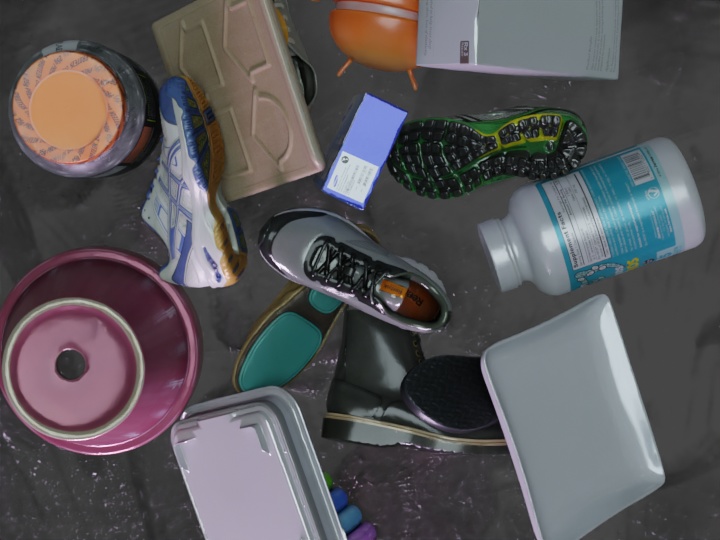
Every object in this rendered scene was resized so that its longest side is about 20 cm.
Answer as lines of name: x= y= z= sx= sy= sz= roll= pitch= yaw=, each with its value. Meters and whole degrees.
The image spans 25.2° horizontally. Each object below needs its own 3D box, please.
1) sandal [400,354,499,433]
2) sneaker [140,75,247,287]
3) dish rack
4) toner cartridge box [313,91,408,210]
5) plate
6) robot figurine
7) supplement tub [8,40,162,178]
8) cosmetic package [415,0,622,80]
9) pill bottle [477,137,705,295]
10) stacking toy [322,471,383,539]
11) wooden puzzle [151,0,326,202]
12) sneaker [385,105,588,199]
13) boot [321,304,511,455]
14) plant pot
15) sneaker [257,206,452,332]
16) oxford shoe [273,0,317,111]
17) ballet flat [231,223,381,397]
sandal: x=0.112 y=0.116 z=1.517 sx=0.200 sy=0.048 sz=0.076 roll=-7 pitch=66 yaw=-41
sneaker: x=-0.170 y=-0.077 z=1.485 sx=0.088 sy=0.075 sz=0.201 roll=-6 pitch=103 yaw=19
dish rack: x=-0.103 y=0.217 z=1.520 sx=0.171 sy=0.043 sz=0.201 roll=-17 pitch=93 yaw=42
toner cartridge box: x=-0.002 y=-0.110 z=1.469 sx=0.043 sy=0.200 sz=0.095 roll=26 pitch=92 yaw=-5
plate: x=0.197 y=0.142 z=1.522 sx=0.199 sy=0.032 sz=0.201 roll=-21 pitch=95 yaw=-43
robot figurine: x=0.032 y=-0.274 z=1.504 sx=0.143 sy=0.117 sz=0.201 roll=9 pitch=93 yaw=-31
supplement tub: x=-0.249 y=-0.145 z=1.467 sx=0.122 sy=0.200 sz=0.123 roll=0 pitch=93 yaw=0
cosmetic package: x=0.148 y=-0.233 z=1.470 sx=0.200 sy=0.081 sz=0.113 roll=2 pitch=94 yaw=-41
pill bottle: x=0.215 y=-0.044 z=1.521 sx=0.199 sy=0.111 sz=0.111 roll=-19 pitch=93 yaw=1
stacking toy: x=-0.056 y=0.211 z=1.555 sx=0.085 sy=0.085 sz=0.200 roll=-31 pitch=88 yaw=2
wooden puzzle: x=-0.106 y=-0.166 z=1.488 sx=0.046 sy=0.200 sz=0.186 roll=-20 pitch=94 yaw=-37
sneaker: x=0.120 y=-0.115 z=1.538 sx=0.199 sy=0.085 sz=0.078 roll=-2 pitch=105 yaw=14
boot: x=0.069 y=0.105 z=1.553 sx=0.199 sy=0.077 sz=0.139 roll=8 pitch=82 yaw=-9
plant pot: x=-0.251 y=0.081 z=1.492 sx=0.199 sy=0.179 sz=0.201 roll=0 pitch=94 yaw=0
sneaker: x=0.000 y=0.000 z=1.480 sx=0.200 sy=0.079 sz=0.074 roll=24 pitch=94 yaw=-17
oxford shoe: x=-0.089 y=-0.227 z=1.524 sx=0.075 sy=0.058 sz=0.201 roll=-20 pitch=92 yaw=-23
ballet flat: x=-0.054 y=0.038 z=1.548 sx=0.069 sy=0.063 sz=0.200 roll=42 pitch=88 yaw=-26
